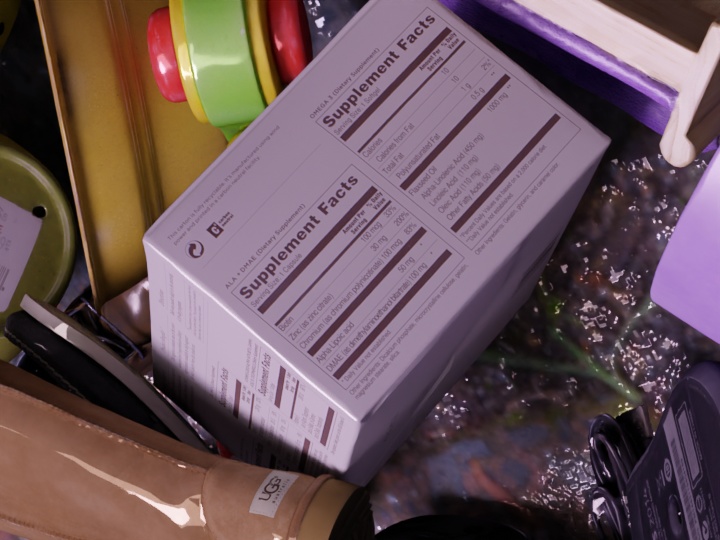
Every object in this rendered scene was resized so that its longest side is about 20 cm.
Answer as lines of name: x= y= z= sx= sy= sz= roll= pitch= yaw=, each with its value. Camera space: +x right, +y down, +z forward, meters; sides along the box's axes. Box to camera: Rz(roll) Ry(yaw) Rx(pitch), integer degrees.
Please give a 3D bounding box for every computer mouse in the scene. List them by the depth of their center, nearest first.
computer mouse: x=0.141 y=0.094 z=0.747 sx=0.200 sy=0.053 sz=0.139 roll=105 pitch=159 yaw=-66

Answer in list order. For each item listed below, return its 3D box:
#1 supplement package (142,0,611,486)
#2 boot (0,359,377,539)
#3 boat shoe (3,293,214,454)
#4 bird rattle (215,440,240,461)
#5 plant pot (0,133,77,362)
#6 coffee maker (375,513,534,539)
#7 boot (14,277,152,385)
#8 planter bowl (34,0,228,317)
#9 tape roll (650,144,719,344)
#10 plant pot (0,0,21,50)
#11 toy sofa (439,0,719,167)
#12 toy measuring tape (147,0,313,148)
supplement package: x=0.000 y=0.000 z=0.814 sx=0.111 sy=0.156 sz=0.200 roll=40 pitch=162 yaw=8
boot: x=-0.087 y=0.124 z=0.838 sx=0.200 sy=0.066 sz=0.175 roll=15 pitch=130 yaw=23
boat shoe: x=-0.104 y=0.094 z=0.893 sx=0.200 sy=0.068 sz=0.072 roll=54 pitch=167 yaw=-28
bird rattle: x=-0.071 y=0.162 z=1.046 sx=0.163 sy=0.113 sz=0.200 roll=6 pitch=117 yaw=50
plant pot: x=-0.226 y=-0.008 z=0.956 sx=0.200 sy=0.187 sz=0.187 roll=-4 pitch=114 yaw=55
coffee maker: x=0.035 y=0.247 z=0.936 sx=0.135 sy=0.192 sz=0.200 roll=-7 pitch=113 yaw=16
boot: x=-0.115 y=0.030 z=0.993 sx=0.075 sy=0.097 sz=0.200 roll=44 pitch=132 yaw=-7
planter bowl: x=-0.104 y=-0.084 z=0.907 sx=0.083 sy=0.200 sz=0.200 roll=-12 pitch=115 yaw=-8
tape roll: x=0.192 y=-0.051 z=0.676 sx=0.085 sy=0.200 sz=0.200 roll=33 pitch=129 yaw=14
plant pot: x=-0.275 y=-0.169 z=0.947 sx=0.193 sy=0.200 sz=0.200 roll=14 pitch=123 yaw=14
toy sofa: x=0.070 y=-0.116 z=0.799 sx=0.200 sy=0.083 sz=0.098 roll=31 pitch=128 yaw=16
toy measuring tape: x=-0.062 y=-0.134 z=0.811 sx=0.074 sy=0.074 sz=0.200 roll=-5 pitch=98 yaw=36
